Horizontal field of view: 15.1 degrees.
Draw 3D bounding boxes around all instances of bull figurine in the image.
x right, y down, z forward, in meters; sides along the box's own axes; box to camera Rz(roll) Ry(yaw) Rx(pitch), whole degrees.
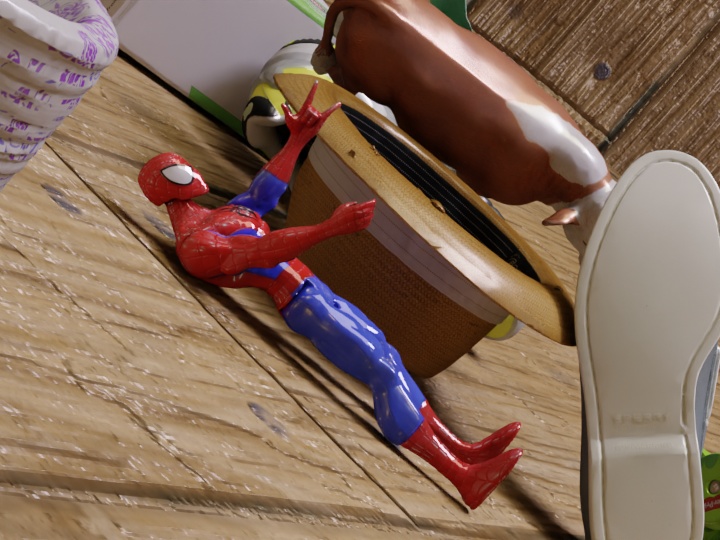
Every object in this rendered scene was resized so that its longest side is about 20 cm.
[{"bbox_3d":[0.057,-0.075,1.388,0.200,0.065,0.121,43,-19,-14],"label":"bull figurine"}]

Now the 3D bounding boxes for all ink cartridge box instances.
[{"bbox_3d":[-0.101,-0.170,1.554,0.145,0.084,0.200,35,11,-35],"label":"ink cartridge box"}]

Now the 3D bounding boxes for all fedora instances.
[{"bbox_3d":[0.014,-0.010,1.282,0.201,0.082,0.201,40,9,-7],"label":"fedora"}]

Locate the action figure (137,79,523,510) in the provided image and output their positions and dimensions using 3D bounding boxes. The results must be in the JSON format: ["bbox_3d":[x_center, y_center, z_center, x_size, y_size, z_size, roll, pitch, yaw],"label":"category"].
[{"bbox_3d":[0.000,0.000,1.155,0.200,0.099,0.065,37,9,-6],"label":"action figure"}]

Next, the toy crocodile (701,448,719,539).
[{"bbox_3d":[0.212,0.157,1.406,0.067,0.062,0.200,30,19,-51],"label":"toy crocodile"}]

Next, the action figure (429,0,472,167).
[{"bbox_3d":[0.009,-0.092,1.573,0.055,0.118,0.200,7,-8,-21],"label":"action figure"}]

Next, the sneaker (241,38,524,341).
[{"bbox_3d":[0.009,-0.031,1.464,0.200,0.075,0.076,44,42,-3],"label":"sneaker"}]

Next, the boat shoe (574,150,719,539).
[{"bbox_3d":[0.131,0.046,1.256,0.073,0.200,0.062,3,-5,-1],"label":"boat shoe"}]

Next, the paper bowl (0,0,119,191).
[{"bbox_3d":[-0.180,-0.096,0.833,0.201,0.104,0.201,39,9,-7],"label":"paper bowl"}]
